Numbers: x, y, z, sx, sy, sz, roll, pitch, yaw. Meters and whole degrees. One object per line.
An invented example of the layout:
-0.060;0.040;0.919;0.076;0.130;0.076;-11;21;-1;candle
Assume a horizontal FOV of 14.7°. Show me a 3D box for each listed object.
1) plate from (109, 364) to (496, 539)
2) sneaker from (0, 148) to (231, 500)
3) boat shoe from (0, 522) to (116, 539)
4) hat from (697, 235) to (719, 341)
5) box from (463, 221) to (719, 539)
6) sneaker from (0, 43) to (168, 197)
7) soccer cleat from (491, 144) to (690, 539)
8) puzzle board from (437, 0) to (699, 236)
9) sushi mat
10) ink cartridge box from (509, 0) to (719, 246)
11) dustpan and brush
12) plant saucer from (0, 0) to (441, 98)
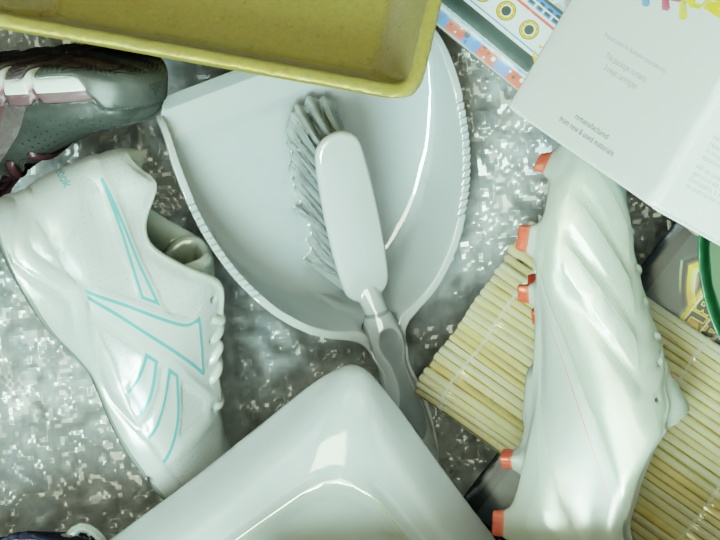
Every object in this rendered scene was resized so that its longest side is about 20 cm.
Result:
-0.021;0.175;1.210;0.199;0.032;0.200;-37;100;6;plate
-0.087;0.033;1.241;0.080;0.070;0.201;-31;123;-4;sneaker
-0.096;0.145;1.244;0.199;0.093;0.075;-24;47;18;boat shoe
0.235;-0.015;1.128;0.166;0.176;0.200;41;95;0;hat
0.164;0.077;1.255;0.159;0.046;0.200;39;95;6;box
-0.162;-0.039;1.269;0.199;0.076;0.116;-1;102;36;sneaker
0.105;0.033;1.193;0.077;0.069;0.201;5;90;14;soccer cleat
0.123;-0.134;1.246;0.200;0.017;0.151;40;89;15;puzzle board
0.126;0.069;1.219;0.200;0.012;0.096;35;94;20;sushi mat
0.180;-0.106;1.105;0.128;0.125;0.201;27;97;-31;ink cartridge box
0.000;0.000;1.260;0.139;0.057;0.201;-21;115;-17;dustpan and brush
-0.051;-0.167;1.247;0.199;0.049;0.201;11;65;6;plant saucer
